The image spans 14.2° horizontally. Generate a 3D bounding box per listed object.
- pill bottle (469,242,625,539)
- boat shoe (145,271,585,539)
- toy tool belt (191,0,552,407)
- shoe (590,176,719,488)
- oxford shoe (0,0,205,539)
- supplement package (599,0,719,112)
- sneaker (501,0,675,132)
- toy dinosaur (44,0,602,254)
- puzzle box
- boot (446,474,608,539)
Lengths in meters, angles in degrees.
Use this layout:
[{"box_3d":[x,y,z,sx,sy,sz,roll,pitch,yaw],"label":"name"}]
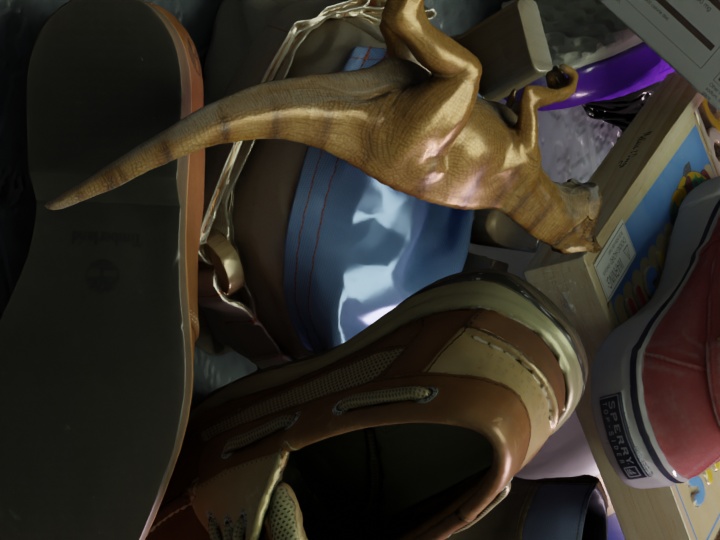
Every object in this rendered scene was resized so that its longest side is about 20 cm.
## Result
[{"box_3d":[0.083,0.059,1.145,0.200,0.116,0.116,50,58,-47],"label":"pill bottle"},{"box_3d":[-0.016,0.071,0.930,0.076,0.200,0.074,44,36,-12],"label":"boat shoe"},{"box_3d":[0.000,0.000,1.004,0.125,0.123,0.201,8,91,-55],"label":"toy tool belt"},{"box_3d":[0.153,0.013,1.013,0.200,0.091,0.072,-46,118,-59],"label":"shoe"},{"box_3d":[-0.078,0.011,0.947,0.071,0.071,0.201,-16,117,-76],"label":"oxford shoe"},{"box_3d":[0.197,-0.141,1.144,0.111,0.156,0.200,-50,174,35],"label":"supplement package"},{"box_3d":[0.125,-0.084,1.212,0.200,0.069,0.100,-32,125,-47],"label":"sneaker"},{"box_3d":[0.012,-0.050,0.907,0.200,0.060,0.107,12,90,-31],"label":"toy dinosaur"},{"box_3d":[0.122,0.017,1.081,0.133,0.025,0.200,68,28,-17],"label":"puzzle box"},{"box_3d":[0.034,0.154,1.012,0.075,0.097,0.200,55,34,-56],"label":"boot"}]
